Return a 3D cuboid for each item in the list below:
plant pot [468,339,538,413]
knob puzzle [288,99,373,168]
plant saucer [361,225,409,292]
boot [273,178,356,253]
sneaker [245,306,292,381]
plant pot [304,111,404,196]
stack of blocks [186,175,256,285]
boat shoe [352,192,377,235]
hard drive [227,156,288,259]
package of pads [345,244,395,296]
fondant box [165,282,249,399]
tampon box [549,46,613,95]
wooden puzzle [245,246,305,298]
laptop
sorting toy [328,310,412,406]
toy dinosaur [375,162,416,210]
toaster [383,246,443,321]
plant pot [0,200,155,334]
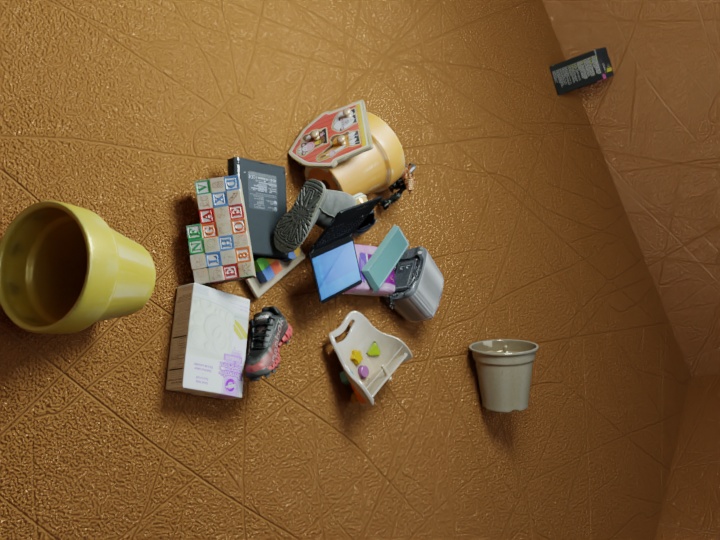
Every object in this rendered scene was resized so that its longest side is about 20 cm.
[{"bbox_3d":[0.419,0.310,2.181,0.200,0.200,0.184,-9,99,-52],"label":"plant pot"},{"bbox_3d":[-0.077,-0.309,1.717,0.030,0.220,0.220,57,41,-46],"label":"knob puzzle"},{"bbox_3d":[0.066,-0.032,1.836,0.070,0.019,0.200,59,41,-22],"label":"plant saucer"},{"bbox_3d":[-0.093,-0.105,1.620,0.182,0.073,0.200,-55,165,3],"label":"boot"},{"bbox_3d":[-0.196,0.140,1.506,0.200,0.071,0.098,-70,146,-60],"label":"sneaker"},{"bbox_3d":[-0.028,-0.249,1.779,0.183,0.200,0.200,-42,113,-31],"label":"plant pot"},{"bbox_3d":[-0.278,-0.076,1.460,0.059,0.115,0.200,128,-47,-84],"label":"stack of blocks"},{"bbox_3d":[0.001,-0.120,1.794,0.075,0.200,0.062,-31,75,-9],"label":"boat shoe"},{"bbox_3d":[-0.212,-0.126,1.559,0.140,0.033,0.200,6,78,-47],"label":"hard drive"},{"bbox_3d":[0.000,0.000,1.820,0.200,0.076,0.121,6,78,-50],"label":"package of pads"},{"bbox_3d":[-0.290,0.139,1.438,0.144,0.058,0.200,22,65,-46],"label":"fondant box"},{"bbox_3d":[0.909,-0.819,3.065,0.150,0.200,0.126,-30,103,-50],"label":"tampon box"},{"bbox_3d":[-0.203,-0.066,1.610,0.200,0.046,0.185,-46,115,-47],"label":"wooden puzzle"},{"bbox_3d":[-0.020,-0.047,1.639,0.103,0.200,0.177,48,34,10],"label":"laptop"},{"bbox_3d":[0.001,0.196,1.757,0.180,0.107,0.200,59,42,-11],"label":"sorting toy"},{"bbox_3d":[0.091,-0.236,1.942,0.102,0.136,0.200,55,-1,-4],"label":"toy dinosaur"},{"bbox_3d":[0.141,0.045,1.952,0.129,0.114,0.200,47,46,-36],"label":"toaster"},{"bbox_3d":[-0.439,0.003,1.198,0.189,0.201,0.201,14,69,-64],"label":"plant pot"}]
